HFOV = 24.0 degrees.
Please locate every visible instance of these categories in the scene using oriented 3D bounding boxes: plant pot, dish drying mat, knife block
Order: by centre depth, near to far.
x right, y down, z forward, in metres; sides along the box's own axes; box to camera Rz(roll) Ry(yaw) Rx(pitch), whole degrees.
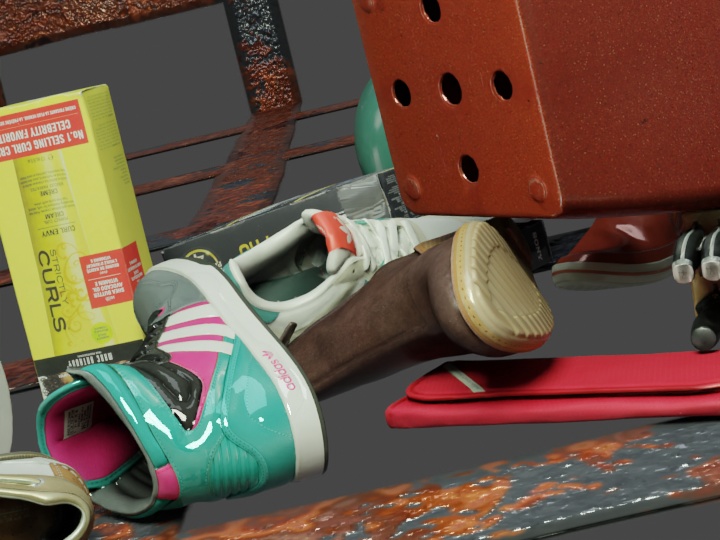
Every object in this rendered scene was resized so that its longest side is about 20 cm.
[{"bbox_3d":[0.113,0.056,0.840,0.200,0.018,0.077,-6,12,35],"label":"dish drying mat"},{"bbox_3d":[0.112,-0.118,0.895,0.176,0.200,0.200,-22,14,-31],"label":"plant pot"},{"bbox_3d":[0.200,-0.008,0.903,0.175,0.064,0.200,-13,10,-26],"label":"knife block"}]

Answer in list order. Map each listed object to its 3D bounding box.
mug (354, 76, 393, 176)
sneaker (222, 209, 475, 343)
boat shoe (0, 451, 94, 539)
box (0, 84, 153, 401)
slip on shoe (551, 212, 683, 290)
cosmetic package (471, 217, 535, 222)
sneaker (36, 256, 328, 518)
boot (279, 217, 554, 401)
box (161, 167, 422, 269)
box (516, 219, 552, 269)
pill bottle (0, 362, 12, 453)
[{"bbox_3d":[0.082,-0.121,1.377,0.185,0.152,0.114,-49,8,9],"label":"mug"},{"bbox_3d":[-0.001,0.000,1.011,0.200,0.070,0.093,-18,-30,-22],"label":"sneaker"},{"bbox_3d":[-0.216,0.124,0.747,0.200,0.075,0.068,-17,6,-23],"label":"boat shoe"},{"bbox_3d":[-0.163,-0.003,0.995,0.075,0.200,0.050,-10,8,11],"label":"box"},{"bbox_3d":[0.179,-0.031,1.092,0.074,0.061,0.200,-3,16,37],"label":"slip on shoe"},{"bbox_3d":[0.102,-0.087,1.217,0.074,0.102,0.200,-2,3,14],"label":"cosmetic package"},{"bbox_3d":[-0.110,0.061,0.864,0.121,0.084,0.200,-14,28,-22],"label":"sneaker"},{"bbox_3d":[0.015,0.040,0.888,0.166,0.072,0.200,-33,5,11],"label":"boot"},{"bbox_3d":[-0.028,-0.032,1.189,0.161,0.049,0.200,-20,2,17],"label":"box"},{"bbox_3d":[0.013,0.008,1.166,0.200,0.036,0.143,-20,13,-38],"label":"box"},{"bbox_3d":[-0.300,0.089,0.924,0.200,0.114,0.114,-11,11,15],"label":"pill bottle"}]
